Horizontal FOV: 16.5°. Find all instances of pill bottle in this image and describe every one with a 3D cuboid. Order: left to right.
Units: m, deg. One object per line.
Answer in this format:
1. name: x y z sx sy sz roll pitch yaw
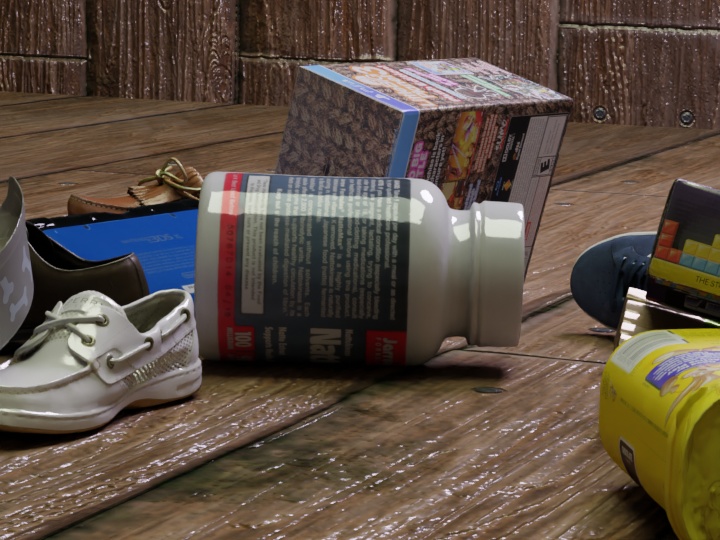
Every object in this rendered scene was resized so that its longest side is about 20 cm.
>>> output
1. pill bottle: 0.000 0.000 1.547 0.200 0.120 0.120 2 8 1

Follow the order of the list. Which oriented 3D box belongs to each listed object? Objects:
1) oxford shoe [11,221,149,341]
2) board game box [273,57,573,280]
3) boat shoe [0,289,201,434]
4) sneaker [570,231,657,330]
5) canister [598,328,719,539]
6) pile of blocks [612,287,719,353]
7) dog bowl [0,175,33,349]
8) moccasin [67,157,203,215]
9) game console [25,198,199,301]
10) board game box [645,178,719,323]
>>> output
1. oxford shoe: -0.228 0.008 1.579 0.200 0.085 0.073 1 10 11
2. board game box: 0.038 -0.058 1.752 0.097 0.160 0.200 27 21 35
3. boat shoe: -0.155 0.045 1.373 0.071 0.069 0.200 9 12 25
4. sneaker: 0.207 0.016 1.624 0.200 0.075 0.084 9 6 40
5. canister: 0.197 0.079 1.147 0.148 0.087 0.200 1 7 -6
6. pile of blocks: 0.231 0.059 1.421 0.200 0.062 0.082 0 37 -15
7. dog bowl: -0.272 0.013 1.371 0.200 0.059 0.200 -12 29 7
8. moccasin: -0.143 -0.057 2.071 0.201 0.078 0.074 0 8 -10
9. game console: -0.175 0.020 1.735 0.171 0.118 0.200 40 26 23
10. board game box: 0.252 0.013 1.314 0.200 0.057 0.165 17 -4 7
